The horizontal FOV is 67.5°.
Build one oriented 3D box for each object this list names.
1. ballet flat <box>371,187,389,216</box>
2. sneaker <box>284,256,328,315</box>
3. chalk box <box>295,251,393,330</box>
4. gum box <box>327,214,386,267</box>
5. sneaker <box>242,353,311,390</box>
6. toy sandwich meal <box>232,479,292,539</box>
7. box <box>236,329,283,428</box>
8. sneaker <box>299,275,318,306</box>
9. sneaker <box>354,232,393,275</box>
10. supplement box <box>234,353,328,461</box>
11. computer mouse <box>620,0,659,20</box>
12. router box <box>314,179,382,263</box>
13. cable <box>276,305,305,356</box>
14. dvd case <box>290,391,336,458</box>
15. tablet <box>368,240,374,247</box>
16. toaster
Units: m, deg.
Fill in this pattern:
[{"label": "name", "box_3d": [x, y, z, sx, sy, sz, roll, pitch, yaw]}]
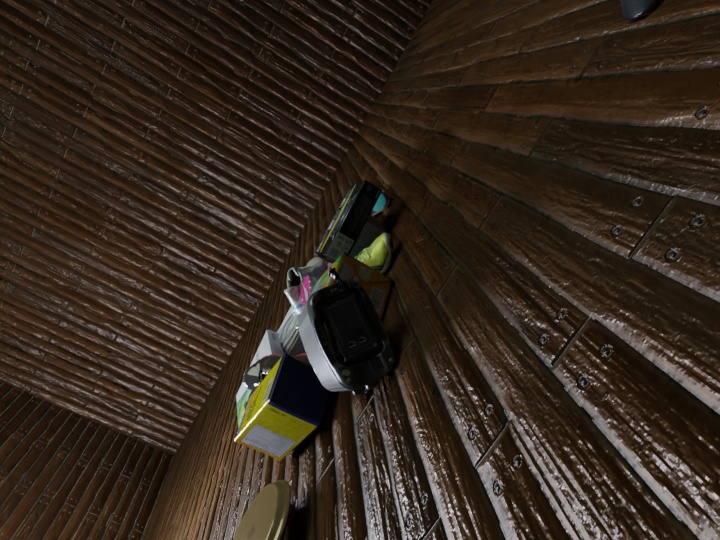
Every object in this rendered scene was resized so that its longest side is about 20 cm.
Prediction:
[{"label": "ballet flat", "box_3d": [0.033, -0.188, 1.490, 0.063, 0.069, 0.200, -52, 8, -30]}, {"label": "sneaker", "box_3d": [-0.136, 0.014, 1.321, 0.075, 0.087, 0.201, -26, 26, 24]}, {"label": "chalk box", "box_3d": [-0.043, 0.078, 1.093, 0.200, 0.123, 0.125, -43, 22, 53]}, {"label": "gum box", "box_3d": [-0.017, -0.042, 1.365, 0.201, 0.066, 0.114, -58, 15, 13]}, {"label": "sneaker", "box_3d": [-0.184, 0.221, 1.158, 0.199, 0.078, 0.082, -19, -2, 24]}, {"label": "toy sandwich meal", "box_3d": [-0.155, 0.450, 0.894, 0.206, 0.070, 0.206, -51, 17, 22]}, {"label": "box", "box_3d": [-0.244, 0.262, 1.297, 0.201, 0.036, 0.144, -65, 22, 12]}, {"label": "sneaker", "box_3d": [-0.079, 0.110, 1.223, 0.081, 0.088, 0.202, -21, 72, 61]}, {"label": "sneaker", "box_3d": [0.000, 0.000, 1.164, 0.201, 0.076, 0.076, -55, 27, 20]}, {"label": "supplement box", "box_3d": [-0.154, 0.273, 1.065, 0.200, 0.108, 0.110, -50, 18, 41]}, {"label": "computer mouse", "box_3d": [0.367, -0.413, 0.710, 0.201, 0.046, 0.140, -63, 14, -5]}, {"label": "router box", "box_3d": [-0.033, -0.114, 1.312, 0.201, 0.052, 0.157, -62, 14, -4]}, {"label": "cable", "box_3d": [-0.158, 0.151, 1.372, 0.200, 0.069, 0.201, -35, 29, 61]}, {"label": "dvd case", "box_3d": [-0.091, 0.269, 1.116, 0.201, 0.017, 0.143, -60, 12, 8]}, {"label": "tablet", "box_3d": [-0.005, 0.033, 1.262, 0.201, 0.014, 0.130, -59, 19, 14]}, {"label": "toaster", "box_3d": [-0.034, 0.107, 0.891, 0.113, 0.201, 0.129, -21, -12, -26]}]
